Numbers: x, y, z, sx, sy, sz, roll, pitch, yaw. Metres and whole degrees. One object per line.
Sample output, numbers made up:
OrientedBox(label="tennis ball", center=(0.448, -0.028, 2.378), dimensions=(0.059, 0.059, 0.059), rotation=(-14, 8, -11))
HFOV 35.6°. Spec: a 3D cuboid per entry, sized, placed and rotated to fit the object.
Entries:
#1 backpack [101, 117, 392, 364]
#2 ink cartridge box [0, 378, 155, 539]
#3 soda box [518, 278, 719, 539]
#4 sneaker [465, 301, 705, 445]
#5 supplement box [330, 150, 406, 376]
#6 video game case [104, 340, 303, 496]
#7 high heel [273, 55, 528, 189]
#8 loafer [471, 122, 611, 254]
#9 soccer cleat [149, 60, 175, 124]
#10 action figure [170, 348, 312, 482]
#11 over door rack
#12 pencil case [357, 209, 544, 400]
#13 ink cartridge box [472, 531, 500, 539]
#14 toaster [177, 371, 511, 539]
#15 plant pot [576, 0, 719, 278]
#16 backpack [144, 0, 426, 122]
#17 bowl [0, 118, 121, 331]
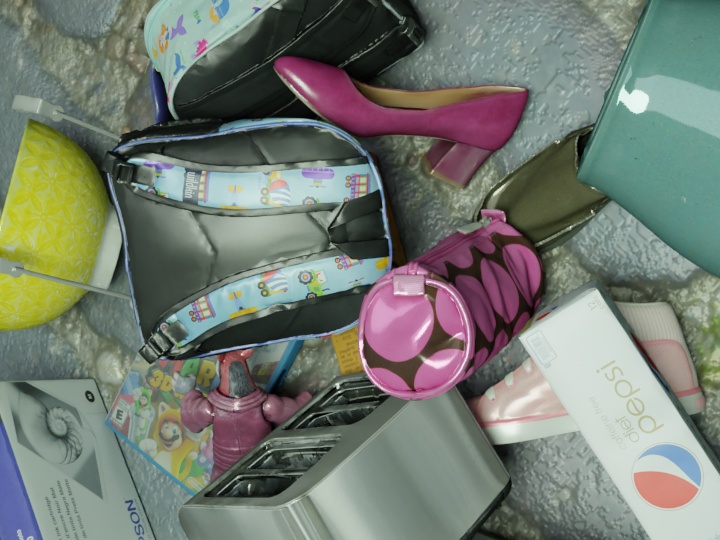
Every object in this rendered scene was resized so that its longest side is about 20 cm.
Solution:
OrientedBox(label="backpack", center=(-0.075, -0.033, 0.857), dimensions=(0.200, 0.135, 0.183), rotation=(-8, 101, 7))
OrientedBox(label="ink cartridge box", center=(-0.278, 0.192, 0.987), dimensions=(0.041, 0.200, 0.200), rotation=(-30, 75, 22))
OrientedBox(label="soda box", center=(0.189, 0.106, 0.765), dimensions=(0.064, 0.068, 0.200), rotation=(-33, 88, 14))
OrientedBox(label="sneaker", center=(0.149, 0.071, 0.846), dimensions=(0.200, 0.075, 0.105), rotation=(-12, 88, 18))
OrientedBox(label="supplement box", center=(0.000, 0.000, 0.931), dimensions=(0.069, 0.067, 0.200), rotation=(-23, 77, 24))
OrientedBox(label="video game case", center=(-0.143, 0.094, 1.025), dimensions=(0.143, 0.018, 0.200), rotation=(33, 102, 25))
OrientedBox(label="high heel", center=(0.033, -0.142, 0.866), dimensions=(0.096, 0.200, 0.067), rotation=(-55, 34, 20))
OrientedBox(label="loafer", center=(0.163, -0.075, 0.850), dimensions=(0.200, 0.070, 0.075), rotation=(-35, 73, 21))
OrientedBox(label="soccer cleat", center=(-0.155, -0.205, 1.009), dimensions=(0.065, 0.084, 0.200), rotation=(-4, 86, 27))
OrientedBox(label="action figure", center=(-0.101, 0.151, 0.926), dimensions=(0.134, 0.149, 0.200), rotation=(-5, 113, 10))
OrientedBox(label="over door rack", center=(-0.208, -0.046, 0.947), dimensions=(0.067, 0.200, 0.148), rotation=(8, 83, 50))
OrientedBox(label="pencil case", center=(0.066, 0.019, 0.783), dimensions=(0.091, 0.200, 0.094), rotation=(11, 107, 19))
OrientedBox(label="ink cartridge box", center=(0.072, 0.304, 0.833), dimensions=(0.145, 0.084, 0.200), rotation=(179, 94, -67))
OrientedBox(label="toaster", center=(-0.008, 0.166, 0.801), dimensions=(0.200, 0.181, 0.119), rotation=(-14, 109, 52))
OrientedBox(label="plant pot", center=(0.247, -0.087, 0.709), dimensions=(0.188, 0.200, 0.200), rotation=(23, 98, 8))
OrientedBox(label="backpack", center=(-0.074, -0.196, 0.915), dimensions=(0.200, 0.178, 0.151), rotation=(-38, 62, 17))
OrientedBox(label="bowl", center=(-0.279, -0.030, 1.037), dimensions=(0.108, 0.200, 0.200), rotation=(15, 96, -16))
